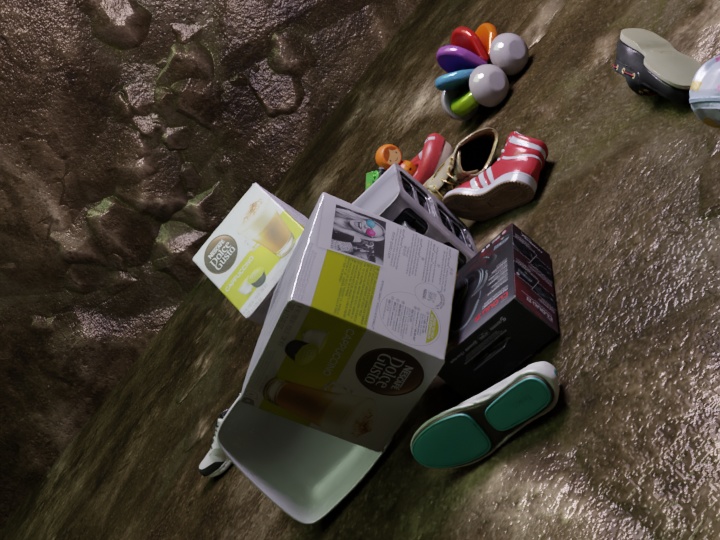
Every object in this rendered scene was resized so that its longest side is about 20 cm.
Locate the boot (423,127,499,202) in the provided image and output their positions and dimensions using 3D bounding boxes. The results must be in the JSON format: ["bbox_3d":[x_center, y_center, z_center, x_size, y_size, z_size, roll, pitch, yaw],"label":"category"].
[{"bbox_3d":[0.157,-0.151,1.596,0.200,0.073,0.155,-46,-2,-1],"label":"boot"}]

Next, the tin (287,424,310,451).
[{"bbox_3d":[-0.090,0.209,1.435,0.112,0.042,0.200,-48,19,23],"label":"tin"}]

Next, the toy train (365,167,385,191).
[{"bbox_3d":[0.029,-0.095,1.799,0.056,0.042,0.201,-10,76,59],"label":"toy train"}]

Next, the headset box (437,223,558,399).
[{"bbox_3d":[0.164,0.055,1.176,0.149,0.077,0.200,-44,16,28],"label":"headset box"}]

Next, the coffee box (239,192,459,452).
[{"bbox_3d":[-0.010,0.067,1.181,0.200,0.197,0.200,-77,12,-48],"label":"coffee box"}]

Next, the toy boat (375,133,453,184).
[{"bbox_3d":[0.086,-0.197,1.848,0.200,0.131,0.131,-40,20,37],"label":"toy boat"}]

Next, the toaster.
[{"bbox_3d":[0.079,-0.052,1.470,0.119,0.181,0.200,-44,18,16],"label":"toaster"}]

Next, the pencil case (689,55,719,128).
[{"bbox_3d":[0.416,-0.178,0.957,0.091,0.083,0.200,-30,15,-1],"label":"pencil case"}]

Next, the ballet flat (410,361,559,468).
[{"bbox_3d":[0.143,0.161,1.051,0.200,0.069,0.070,-37,21,31],"label":"ballet flat"}]

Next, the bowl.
[{"bbox_3d":[-0.071,0.218,1.302,0.200,0.200,0.075,-48,-5,6],"label":"bowl"}]

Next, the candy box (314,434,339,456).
[{"bbox_3d":[-0.028,0.202,1.436,0.116,0.055,0.200,-52,16,6],"label":"candy box"}]

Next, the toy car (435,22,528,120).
[{"bbox_3d":[0.223,-0.406,1.884,0.200,0.150,0.175,-57,17,-17],"label":"toy car"}]

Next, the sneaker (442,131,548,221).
[{"bbox_3d":[0.216,-0.149,1.486,0.200,0.071,0.113,-13,45,55],"label":"sneaker"}]

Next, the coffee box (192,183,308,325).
[{"bbox_3d":[-0.167,-0.014,1.869,0.200,0.200,0.198,-50,59,5],"label":"coffee box"}]

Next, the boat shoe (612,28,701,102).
[{"bbox_3d":[0.395,-0.263,1.257,0.202,0.073,0.063,-105,18,-59],"label":"boat shoe"}]

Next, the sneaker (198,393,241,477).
[{"bbox_3d":[-0.251,0.310,1.793,0.200,0.080,0.074,-49,17,16],"label":"sneaker"}]
